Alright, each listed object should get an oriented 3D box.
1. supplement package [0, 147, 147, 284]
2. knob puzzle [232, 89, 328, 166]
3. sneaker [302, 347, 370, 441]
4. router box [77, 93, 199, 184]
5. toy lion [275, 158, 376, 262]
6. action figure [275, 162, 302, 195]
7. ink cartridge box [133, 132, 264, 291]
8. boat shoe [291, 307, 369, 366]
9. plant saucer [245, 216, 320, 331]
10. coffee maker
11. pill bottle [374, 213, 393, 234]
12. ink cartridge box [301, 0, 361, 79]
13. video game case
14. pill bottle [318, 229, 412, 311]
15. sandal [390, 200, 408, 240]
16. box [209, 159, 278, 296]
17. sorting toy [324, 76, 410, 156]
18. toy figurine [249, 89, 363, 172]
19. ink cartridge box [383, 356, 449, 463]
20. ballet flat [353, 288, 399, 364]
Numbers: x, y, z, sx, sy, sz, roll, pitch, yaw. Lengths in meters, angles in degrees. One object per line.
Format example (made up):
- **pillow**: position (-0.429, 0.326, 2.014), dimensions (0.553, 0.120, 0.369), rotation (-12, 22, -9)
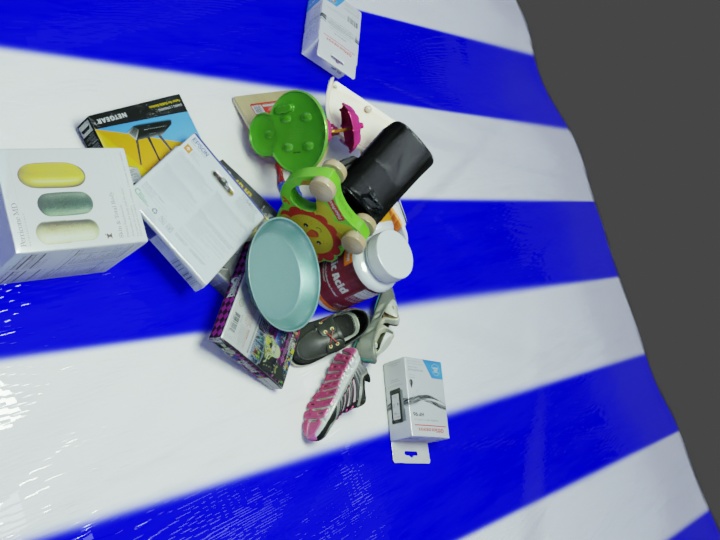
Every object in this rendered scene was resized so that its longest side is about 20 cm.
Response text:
- **supplement package**: position (-0.449, -0.080, 1.149), dimensions (0.199, 0.150, 0.154), rotation (-9, 79, -46)
- **knob puzzle**: position (-0.148, -0.277, 1.606), dimensions (0.217, 0.030, 0.222), rotation (20, 49, -24)
- **sneaker**: position (-0.036, 0.244, 1.471), dimensions (0.088, 0.073, 0.201), rotation (49, 49, -25)
- **router box**: position (-0.366, -0.212, 1.361), dimensions (0.199, 0.051, 0.151), rotation (-31, 97, -47)
- **toy lion**: position (-0.082, -0.097, 1.435), dimensions (0.201, 0.190, 0.069), rotation (60, 43, -34)
- **action figure**: position (-0.129, -0.122, 1.564), dimensions (0.065, 0.051, 0.203), rotation (8, 69, -47)
- **ink cartridge box**: position (-0.281, -0.102, 1.333), dimensions (0.200, 0.040, 0.201), rotation (51, 46, -16)
- **boat shoe**: position (-0.062, 0.123, 1.510), dimensions (0.200, 0.063, 0.075), rotation (-25, 93, -46)
- **plant saucer**: position (-0.143, 0.008, 1.388), dimensions (0.199, 0.036, 0.203), rotation (19, 67, -54)
- **coffee maker**: position (0.046, -0.175, 1.508), dimensions (0.200, 0.191, 0.135), rotation (-49, 124, -21)
- **pill bottle**: position (0.005, -0.113, 1.642), dimensions (0.110, 0.110, 0.203), rotation (-13, 82, -46)
- **ink cartridge box**: position (-0.066, -0.521, 1.774), dimensions (0.115, 0.067, 0.203), rotation (26, 55, -34)
- **video game case**: position (-0.172, 0.079, 1.396), dimensions (0.181, 0.035, 0.202), rotation (47, 47, -42)
- **pill bottle**: position (0.000, 0.000, 1.522), dimensions (0.113, 0.199, 0.116), rotation (20, 58, -37)
- **sandal**: position (0.057, -0.141, 1.730), dimensions (0.059, 0.079, 0.209), rotation (-29, 91, -44)
- **box**: position (-0.247, -0.078, 1.423), dimensions (0.158, 0.048, 0.201), rotation (44, 47, -21)
- **sorting toy**: position (-0.011, -0.316, 1.689), dimensions (0.199, 0.108, 0.180), rotation (31, 8, -12)
- **toy figurine**: position (-0.084, -0.268, 1.524), dimensions (0.183, 0.198, 0.153), rotation (-14, 103, -51)
- **ink cartridge box**: position (0.117, 0.287, 1.606), dimensions (0.115, 0.067, 0.203), rotation (12, 64, -40)
- **ballet flat**: position (0.048, 0.113, 1.613), dimensions (0.068, 0.063, 0.201), rotation (77, 32, -43)
